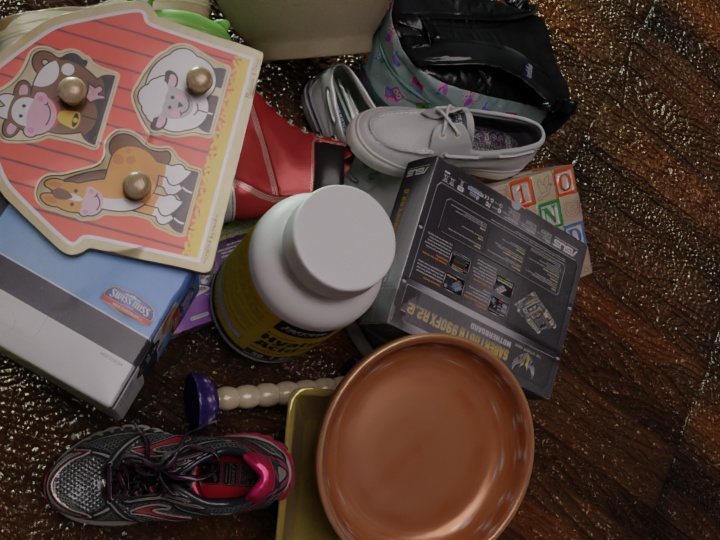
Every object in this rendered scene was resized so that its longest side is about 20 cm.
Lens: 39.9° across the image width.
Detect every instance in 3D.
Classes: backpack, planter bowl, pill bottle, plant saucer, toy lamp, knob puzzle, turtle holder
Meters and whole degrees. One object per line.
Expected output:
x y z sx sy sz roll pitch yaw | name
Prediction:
0.101 -0.203 1.011 0.199 0.127 0.168 2 54 -28 | backpack
-0.053 -0.270 0.945 0.199 0.200 0.136 -10 104 -26 | planter bowl
-0.048 0.003 0.806 0.111 0.200 0.112 7 71 -20 | pill bottle
0.015 0.206 0.866 0.199 0.048 0.202 7 87 -22 | plant saucer
0.052 0.151 0.832 0.199 0.037 0.202 -1 94 -21 | plant saucer
-0.053 0.109 0.882 0.199 0.058 0.059 -5 75 -25 | toy lamp
-0.184 -0.107 0.712 0.218 0.030 0.221 2 80 -10 | knob puzzle
-0.190 -0.138 0.813 0.184 0.141 0.133 -9 79 8 | turtle holder

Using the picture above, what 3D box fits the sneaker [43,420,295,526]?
-0.154 0.158 0.781 0.198 0.075 0.081 -7 82 5 | sneaker

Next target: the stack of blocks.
0.130 -0.027 0.985 0.199 0.058 0.116 -18 101 -29 | stack of blocks

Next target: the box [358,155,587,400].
0.108 0.011 0.902 0.199 0.048 0.159 25 74 -29 | box

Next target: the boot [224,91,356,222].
-0.082 -0.137 0.921 0.143 0.073 0.201 -6 63 -16 | boot

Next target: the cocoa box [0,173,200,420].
-0.239 0.007 0.765 0.199 0.133 0.132 30 74 -3 | cocoa box

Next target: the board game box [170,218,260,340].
-0.164 -0.004 0.886 0.199 0.032 0.121 -19 78 -27 | board game box

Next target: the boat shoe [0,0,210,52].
-0.227 -0.209 0.904 0.199 0.072 0.065 -17 91 -26 | boat shoe

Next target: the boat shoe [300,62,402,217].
0.005 -0.108 0.971 0.073 0.067 0.201 -32 90 -29 | boat shoe

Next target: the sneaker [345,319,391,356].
0.000 0.000 0.928 0.077 0.080 0.200 -40 91 -29 | sneaker

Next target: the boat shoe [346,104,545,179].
0.085 -0.125 0.929 0.199 0.068 0.072 8 63 -26 | boat shoe
